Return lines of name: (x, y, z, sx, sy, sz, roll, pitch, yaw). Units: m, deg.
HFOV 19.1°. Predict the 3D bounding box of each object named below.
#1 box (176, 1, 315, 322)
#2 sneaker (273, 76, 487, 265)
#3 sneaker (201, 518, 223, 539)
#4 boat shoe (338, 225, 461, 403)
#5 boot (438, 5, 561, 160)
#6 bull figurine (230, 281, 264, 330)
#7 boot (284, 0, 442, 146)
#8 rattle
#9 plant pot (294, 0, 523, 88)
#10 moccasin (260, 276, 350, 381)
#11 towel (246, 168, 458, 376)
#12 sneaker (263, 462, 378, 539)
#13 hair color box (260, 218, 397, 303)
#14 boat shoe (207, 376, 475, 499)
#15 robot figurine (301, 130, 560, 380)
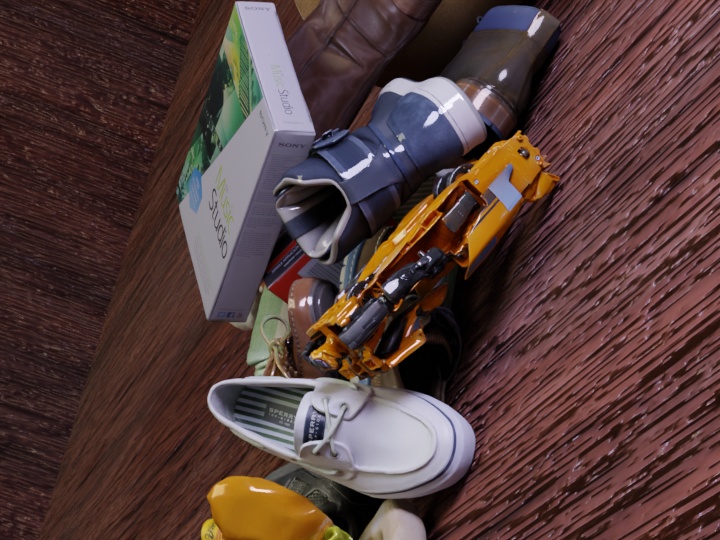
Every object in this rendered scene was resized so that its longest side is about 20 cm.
box: (-0.090, -0.080, 1.609, 0.145, 0.036, 0.200, -108, 30, -41)
sneaker: (0.001, -0.070, 1.534, 0.146, 0.077, 0.202, -39, 4, -8)
sneaker: (-0.089, 0.223, 1.760, 0.200, 0.077, 0.073, 129, 159, -53)
boat shoe: (0.034, 0.054, 1.501, 0.072, 0.072, 0.201, -22, 59, 35)
boot: (0.094, -0.139, 1.596, 0.097, 0.075, 0.200, -54, 11, -7)
bull figurine: (-0.036, -0.013, 1.792, 0.200, 0.065, 0.121, -35, 15, 1)
boot: (-0.036, -0.199, 1.608, 0.200, 0.064, 0.187, -52, 56, 40)
rattle: (-0.030, 0.217, 1.379, 0.130, 0.143, 0.200, -40, 21, 31)
plant pot: (0.073, -0.261, 1.643, 0.200, 0.186, 0.187, -32, 37, 49)
moccasin: (-0.040, 0.074, 1.578, 0.202, 0.077, 0.074, 83, -162, -59)
towel: (0.000, 0.000, 1.650, 0.200, 0.023, 0.153, -16, 50, 41)
sneaker: (-0.045, 0.203, 1.595, 0.199, 0.076, 0.114, -45, 21, 52)
hair color box: (-0.046, -0.059, 1.680, 0.102, 0.061, 0.200, -44, 35, 12)
boat shoe: (-0.020, 0.109, 1.429, 0.200, 0.067, 0.074, 3, 80, 39)
robot figurine: (0.042, -0.002, 1.421, 0.200, 0.058, 0.145, -49, 6, -17)
